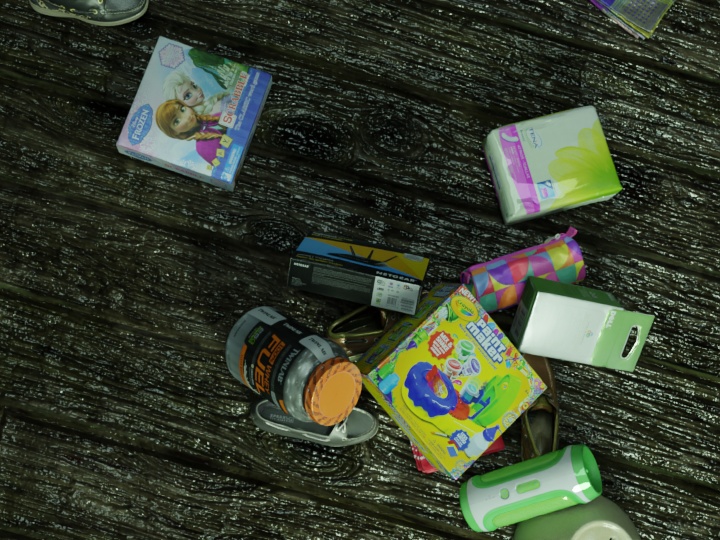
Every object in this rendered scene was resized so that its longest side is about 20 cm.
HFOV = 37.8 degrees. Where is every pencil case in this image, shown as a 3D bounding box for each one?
[{"bbox_3d":[0.257,0.004,1.660,0.197,0.088,0.089,-21,78,-10],"label":"pencil case"}]

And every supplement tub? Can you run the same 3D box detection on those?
[{"bbox_3d":[-0.097,0.140,1.529,0.199,0.123,0.123,25,71,43],"label":"supplement tub"}]

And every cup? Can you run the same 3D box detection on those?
[{"bbox_3d":[0.331,0.417,1.530,0.197,0.143,0.204,1,76,-4],"label":"cup"}]

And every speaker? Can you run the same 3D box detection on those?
[{"bbox_3d":[0.247,0.319,1.535,0.198,0.088,0.090,-23,76,24],"label":"speaker"}]

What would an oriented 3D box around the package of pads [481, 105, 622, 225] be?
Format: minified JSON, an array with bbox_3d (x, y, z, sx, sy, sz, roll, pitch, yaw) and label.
[{"bbox_3d":[0.309,-0.175,1.716,0.197,0.068,0.157,-14,79,-9],"label":"package of pads"}]

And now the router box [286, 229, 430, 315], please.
[{"bbox_3d":[0.000,0.000,1.594,0.197,0.149,0.052,12,110,5],"label":"router box"}]

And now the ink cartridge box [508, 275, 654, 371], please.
[{"bbox_3d":[0.340,0.084,1.626,0.197,0.059,0.105,11,112,-12],"label":"ink cartridge box"}]

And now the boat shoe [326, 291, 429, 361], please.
[{"bbox_3d":[0.041,0.079,1.614,0.198,0.068,0.072,-25,56,-12],"label":"boat shoe"}]

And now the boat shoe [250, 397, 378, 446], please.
[{"bbox_3d":[-0.069,0.226,1.588,0.196,0.057,0.068,7,75,-3],"label":"boat shoe"}]

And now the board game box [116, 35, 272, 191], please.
[{"bbox_3d":[-0.266,-0.254,1.701,0.197,0.041,0.203,18,75,0],"label":"board game box"}]

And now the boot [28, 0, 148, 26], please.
[{"bbox_3d":[-0.446,-0.462,1.681,0.196,0.151,0.074,7,75,-3],"label":"boot"}]

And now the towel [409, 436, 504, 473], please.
[{"bbox_3d":[0.133,0.200,1.631,0.142,0.023,0.203,-13,77,-9],"label":"towel"}]

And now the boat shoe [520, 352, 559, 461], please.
[{"bbox_3d":[0.277,0.208,1.616,0.071,0.068,0.203,-4,76,-6],"label":"boat shoe"}]

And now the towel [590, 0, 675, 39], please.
[{"bbox_3d":[0.460,-0.510,1.836,0.199,0.023,0.144,41,77,6],"label":"towel"}]

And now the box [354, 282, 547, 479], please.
[{"bbox_3d":[0.126,0.156,1.537,0.192,0.122,0.200,-43,99,-10],"label":"box"}]
